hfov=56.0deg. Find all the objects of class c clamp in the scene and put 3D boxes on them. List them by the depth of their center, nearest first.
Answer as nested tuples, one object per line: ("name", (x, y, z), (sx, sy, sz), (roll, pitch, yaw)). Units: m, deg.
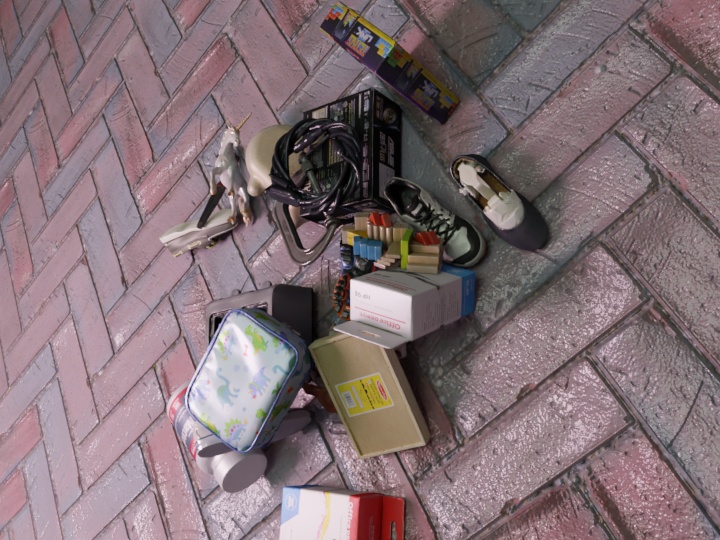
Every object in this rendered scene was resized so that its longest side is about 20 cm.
("c clamp", (-0.086, -0.115, 1.148), (0.170, 0.027, 0.201), (-35, 59, 28))

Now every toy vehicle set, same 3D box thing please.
("toy vehicle set", (0.013, 0.184, 1.033), (0.124, 0.026, 0.201), (-19, 98, 29))

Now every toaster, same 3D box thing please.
("toaster", (-0.180, 0.128, 1.211), (0.180, 0.118, 0.201), (-13, 71, 36))

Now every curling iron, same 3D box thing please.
("curling iron", (-0.299, -0.169, 1.406), (0.049, 0.026, 0.201), (4, 62, 18))

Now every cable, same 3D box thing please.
("cable", (-0.067, -0.175, 1.117), (0.199, 0.051, 0.164), (17, 76, 39))

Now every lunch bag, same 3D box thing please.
("lunch bag", (-0.177, 0.167, 1.067), (0.160, 0.082, 0.201), (30, 97, 20))

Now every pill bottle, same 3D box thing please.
("pill bottle", (-0.257, 0.296, 1.226), (0.200, 0.119, 0.120), (43, 105, 37))

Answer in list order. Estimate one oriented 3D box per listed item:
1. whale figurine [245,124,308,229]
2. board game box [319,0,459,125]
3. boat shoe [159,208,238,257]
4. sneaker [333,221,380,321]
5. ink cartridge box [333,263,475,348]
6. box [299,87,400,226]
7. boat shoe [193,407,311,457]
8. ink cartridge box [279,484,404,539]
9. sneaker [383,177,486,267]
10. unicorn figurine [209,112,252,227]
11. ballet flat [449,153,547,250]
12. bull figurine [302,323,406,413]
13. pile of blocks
("whale figurine", (-0.136, -0.172, 1.277), (0.158, 0.104, 0.201), (-24, 83, -9))
("board game box", (0.049, -0.332, 1.097), (0.057, 0.200, 0.165), (-51, 53, 14))
("boat shoe", (-0.331, -0.076, 1.422), (0.201, 0.072, 0.061), (-14, 114, 28))
("sneaker", (0.000, 0.000, 1.132), (0.075, 0.079, 0.201), (9, 66, 15))
("ink cartridge box", (0.066, 0.042, 0.980), (0.115, 0.199, 0.067), (14, 111, 39))
("box", (-0.018, -0.192, 1.186), (0.163, 0.086, 0.201), (-10, 73, 36))
("boat shoe", (-0.185, 0.256, 1.150), (0.071, 0.199, 0.070), (100, 152, -53))
("ink cartridge box", (-0.032, 0.403, 1.054), (0.199, 0.067, 0.117), (-7, 74, 37))
("sneaker", (0.107, -0.076, 1.058), (0.200, 0.087, 0.076), (43, 104, 36))
("unicorn figurine", (-0.249, -0.186, 1.318), (0.073, 0.201, 0.138), (2, 55, -5))
("ballet flat", (0.197, -0.106, 1.006), (0.073, 0.073, 0.200), (-47, 55, 19))
("bull figurine", (-0.016, 0.149, 1.089), (0.121, 0.065, 0.200), (38, 113, 0))
("pile of blocks", (0.040, -0.051, 1.035), (0.199, 0.082, 0.063), (17, 122, 35))
